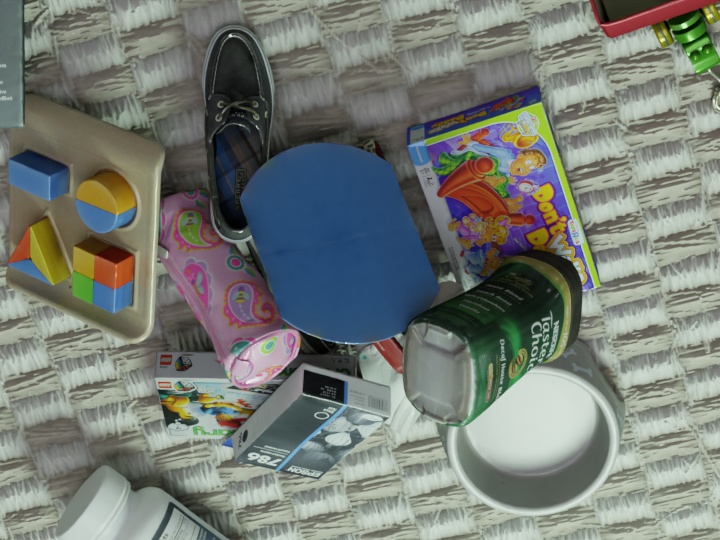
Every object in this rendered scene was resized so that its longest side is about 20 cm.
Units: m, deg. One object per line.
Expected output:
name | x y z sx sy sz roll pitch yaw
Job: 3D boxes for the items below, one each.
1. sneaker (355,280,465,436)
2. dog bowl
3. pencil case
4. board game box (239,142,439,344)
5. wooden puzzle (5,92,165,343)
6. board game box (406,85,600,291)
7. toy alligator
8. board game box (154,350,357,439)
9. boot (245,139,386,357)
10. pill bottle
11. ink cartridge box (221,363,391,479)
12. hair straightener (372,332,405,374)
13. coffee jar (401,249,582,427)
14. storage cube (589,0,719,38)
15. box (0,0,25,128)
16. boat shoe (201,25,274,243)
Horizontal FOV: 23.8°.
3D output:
sneaker | 0.039 0.078 1.684 0.088 0.075 0.201 30 132 9
dog bowl | 0.174 0.161 1.740 0.198 0.059 0.202 1 115 1
pencil case | -0.136 0.014 1.613 0.087 0.087 0.201 -46 62 21
board game box | -0.025 -0.018 1.556 0.157 0.202 0.039 -12 159 -24
wooden puzzle | -0.272 -0.047 1.621 0.184 0.046 0.202 22 117 27
board game box | 0.138 -0.060 1.641 0.133 0.045 0.201 -17 114 10
toy alligator | 0.300 -0.218 1.553 0.059 0.054 0.201 -26 112 15
board game box | -0.102 0.127 1.718 0.198 0.035 0.127 1 147 2
boot | -0.022 -0.020 1.654 0.152 0.074 0.205 -20 115 8
pill bottle | -0.214 0.298 1.789 0.200 0.120 0.120 39 111 -14
ink cartridge box | -0.057 0.160 1.698 0.099 0.040 0.200 15 146 -22
hair straightener | 0.000 0.000 1.603 0.200 0.077 0.041 47 153 -1
coffee jar | 0.126 0.057 1.570 0.085 0.199 0.105 20 123 32
storage cube | 0.256 -0.304 1.418 0.198 0.180 0.173 -18 91 12
box | -0.376 -0.237 1.526 0.147 0.107 0.202 -1 117 -15
boat shoe | -0.115 -0.127 1.571 0.069 0.066 0.202 4 90 -5
